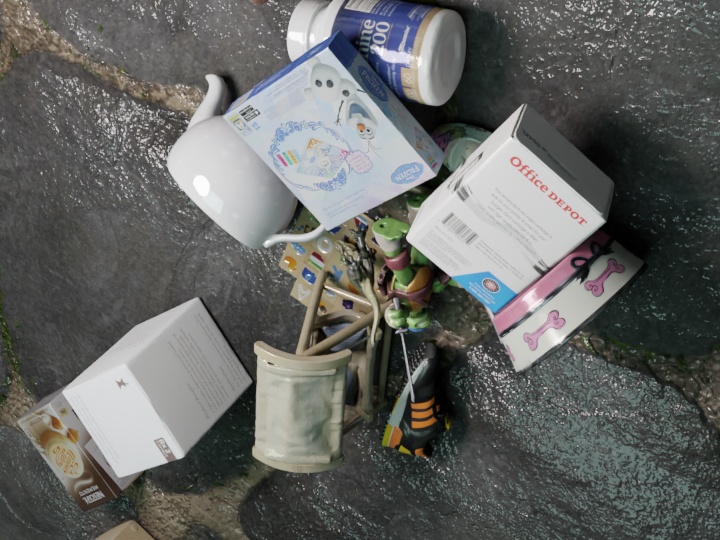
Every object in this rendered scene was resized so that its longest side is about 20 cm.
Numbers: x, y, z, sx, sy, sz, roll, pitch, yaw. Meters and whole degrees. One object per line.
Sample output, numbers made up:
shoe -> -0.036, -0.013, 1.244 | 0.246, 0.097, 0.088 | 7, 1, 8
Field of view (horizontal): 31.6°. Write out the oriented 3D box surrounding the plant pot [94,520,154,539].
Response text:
plant pot -> -0.436, 0.571, 2.281 | 0.200, 0.200, 0.177 | 42, 120, 2

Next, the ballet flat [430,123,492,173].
ballet flat -> 0.163, -0.120, 1.535 | 0.198, 0.071, 0.070 | 26, 128, 17

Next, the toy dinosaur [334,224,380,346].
toy dinosaur -> 0.000, 0.000, 1.653 | 0.047, 0.201, 0.089 | -13, 128, -3

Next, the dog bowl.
dog bowl -> 0.239, 0.032, 1.501 | 0.074, 0.200, 0.200 | 50, 132, 4

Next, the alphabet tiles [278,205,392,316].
alphabet tiles -> -0.028, -0.007, 1.771 | 0.165, 0.006, 0.201 | 34, 131, 9

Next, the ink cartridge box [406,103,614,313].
ink cartridge box -> 0.172, -0.068, 1.463 | 0.146, 0.085, 0.200 | 39, 129, -10

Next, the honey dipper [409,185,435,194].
honey dipper -> 0.053, -0.114, 1.635 | 0.198, 0.038, 0.038 | 21, 128, 17

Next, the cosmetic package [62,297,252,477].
cosmetic package -> -0.306, 0.178, 1.934 | 0.164, 0.200, 0.166 | -22, 105, 39

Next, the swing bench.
swing bench -> -0.050, 0.148, 1.744 | 0.128, 0.200, 0.201 | 19, 130, 18

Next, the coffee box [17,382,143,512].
coffee box -> -0.485, 0.305, 2.208 | 0.114, 0.080, 0.201 | -27, 102, 41

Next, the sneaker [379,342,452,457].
sneaker -> 0.095, 0.183, 1.780 | 0.089, 0.070, 0.202 | 22, 130, 0

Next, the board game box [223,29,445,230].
board game box -> -0.033, -0.161, 1.522 | 0.199, 0.044, 0.199 | -24, 116, 42

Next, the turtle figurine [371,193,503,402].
turtle figurine -> 0.093, 0.018, 1.612 | 0.142, 0.201, 0.196 | -16, 125, -2

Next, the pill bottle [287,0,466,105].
pill bottle -> 0.017, -0.267, 1.510 | 0.198, 0.111, 0.112 | 15, 125, 25

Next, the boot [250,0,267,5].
boot -> -0.102, -0.427, 1.525 | 0.198, 0.064, 0.188 | -9, 111, 41

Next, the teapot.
teapot -> -0.145, -0.134, 1.674 | 0.146, 0.198, 0.200 | -46, 120, 6
